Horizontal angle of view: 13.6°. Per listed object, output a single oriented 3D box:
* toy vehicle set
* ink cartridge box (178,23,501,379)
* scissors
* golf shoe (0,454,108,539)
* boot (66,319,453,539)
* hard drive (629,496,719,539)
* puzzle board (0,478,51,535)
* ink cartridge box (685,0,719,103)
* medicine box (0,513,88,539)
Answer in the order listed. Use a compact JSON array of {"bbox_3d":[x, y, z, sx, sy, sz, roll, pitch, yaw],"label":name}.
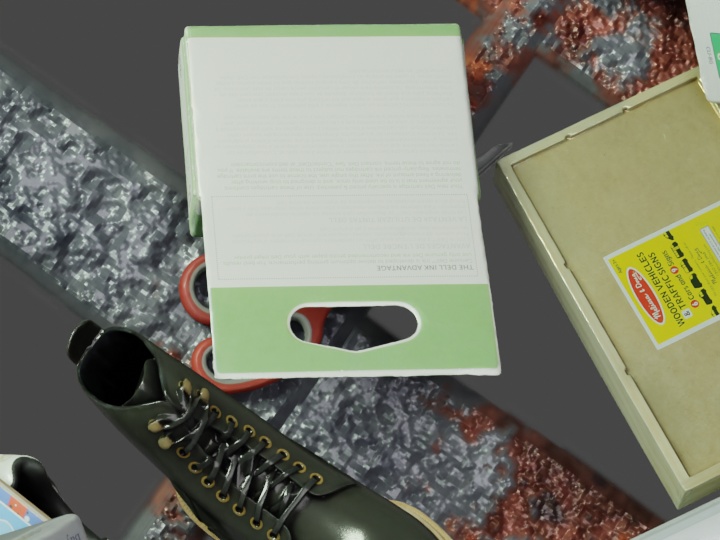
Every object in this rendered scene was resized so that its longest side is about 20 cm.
[{"bbox_3d":[0.167,0.005,1.530,0.124,0.027,0.201,-24,70,-12],"label":"toy vehicle set"},{"bbox_3d":[-0.012,-0.028,1.495,0.144,0.048,0.201,-1,63,-9],"label":"ink cartridge box"},{"bbox_3d":[0.000,0.000,1.539,0.199,0.014,0.074,-21,81,-13],"label":"scissors"},{"bbox_3d":[-0.143,0.180,1.434,0.078,0.094,0.201,-27,86,-39],"label":"golf shoe"},{"bbox_3d":[-0.048,0.101,1.396,0.078,0.199,0.138,-55,135,-14],"label":"boot"},{"bbox_3d":[0.112,0.164,1.463,0.199,0.132,0.027,-23,72,-12],"label":"hard drive"},{"bbox_3d":[-0.185,0.171,1.411,0.200,0.017,0.151,37,115,11],"label":"puzzle board"},{"bbox_3d":[0.239,-0.154,1.462,0.050,0.199,0.162,-31,117,-35],"label":"ink cartridge box"},{"bbox_3d":[-0.188,0.235,1.361,0.181,0.103,0.201,-19,93,26],"label":"medicine box"}]
